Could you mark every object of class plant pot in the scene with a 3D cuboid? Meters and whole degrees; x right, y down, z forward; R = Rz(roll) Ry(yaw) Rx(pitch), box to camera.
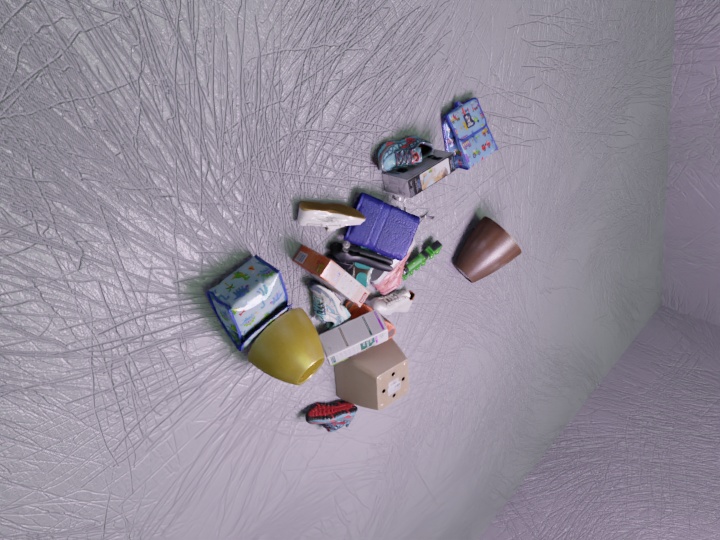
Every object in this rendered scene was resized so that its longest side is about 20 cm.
[{"bbox_3d":[0.438,-0.057,1.986,0.200,0.187,0.187,-45,135,1],"label":"plant pot"},{"bbox_3d":[0.048,0.326,1.777,0.199,0.177,0.201,-24,123,-34],"label":"plant pot"},{"bbox_3d":[-0.179,0.220,1.482,0.200,0.142,0.200,-42,162,-17],"label":"plant pot"}]

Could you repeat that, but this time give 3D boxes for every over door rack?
[{"bbox_3d":[0.158,-0.194,1.729,0.200,0.066,0.148,-34,131,-43],"label":"over door rack"}]

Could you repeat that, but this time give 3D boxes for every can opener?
[{"bbox_3d":[0.003,-0.039,1.606,0.199,0.064,0.079,10,144,-13],"label":"can opener"}]

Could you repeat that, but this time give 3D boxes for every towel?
[{"bbox_3d":[0.060,-0.126,1.617,0.199,0.050,0.148,21,99,-14],"label":"towel"}]

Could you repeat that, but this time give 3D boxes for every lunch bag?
[{"bbox_3d":[-0.273,0.095,1.417,0.170,0.127,0.201,-39,144,-27],"label":"lunch bag"},{"bbox_3d":[0.336,-0.446,1.774,0.150,0.094,0.201,-35,117,-25],"label":"lunch bag"}]

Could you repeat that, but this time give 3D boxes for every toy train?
[{"bbox_3d":[0.197,-0.035,1.836,0.200,0.042,0.056,-37,165,-26],"label":"toy train"}]

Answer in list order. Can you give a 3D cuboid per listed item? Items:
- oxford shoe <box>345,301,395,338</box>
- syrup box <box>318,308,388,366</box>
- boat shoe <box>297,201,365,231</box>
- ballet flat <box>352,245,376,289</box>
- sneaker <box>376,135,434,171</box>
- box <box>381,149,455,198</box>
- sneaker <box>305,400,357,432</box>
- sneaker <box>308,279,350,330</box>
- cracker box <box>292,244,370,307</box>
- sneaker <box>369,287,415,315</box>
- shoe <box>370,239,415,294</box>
[{"bbox_3d":[0.023,0.149,1.759,0.200,0.073,0.071,38,98,-28],"label":"oxford shoe"},{"bbox_3d":[-0.020,0.201,1.664,0.199,0.082,0.079,-23,153,-8],"label":"syrup box"},{"bbox_3d":[-0.082,-0.142,1.519,0.199,0.071,0.070,5,120,-29],"label":"boat shoe"},{"bbox_3d":[0.000,0.000,1.662,0.072,0.072,0.201,15,88,-46],"label":"ballet flat"},{"bbox_3d":[0.133,-0.341,1.609,0.200,0.095,0.080,-31,127,-29],"label":"sneaker"},{"bbox_3d":[0.176,-0.295,1.658,0.200,0.116,0.060,-33,126,-27],"label":"box"},{"bbox_3d":[-0.095,0.482,1.775,0.199,0.079,0.096,6,109,-42],"label":"sneaker"},{"bbox_3d":[-0.100,0.107,1.611,0.086,0.078,0.200,-47,134,-12],"label":"sneaker"},{"bbox_3d":[-0.080,0.017,1.545,0.200,0.134,0.058,40,81,-45],"label":"cracker box"},{"bbox_3d":[0.105,0.090,1.790,0.200,0.073,0.085,-1,127,-54],"label":"sneaker"},{"bbox_3d":[0.111,-0.017,1.759,0.200,0.071,0.091,-48,136,-8],"label":"shoe"}]
